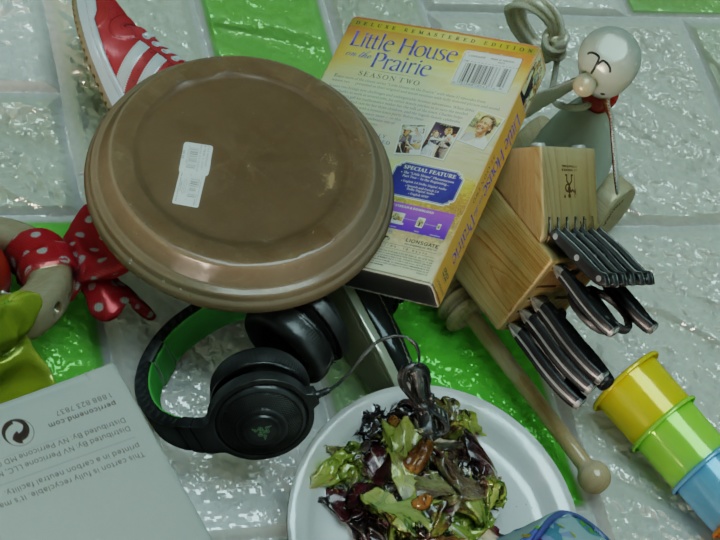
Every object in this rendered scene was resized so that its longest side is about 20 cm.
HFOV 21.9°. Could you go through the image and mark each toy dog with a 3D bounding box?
[{"bbox_3d":[0.142,-0.088,1.325,0.132,0.201,0.096,27,60,34],"label":"toy dog"}]

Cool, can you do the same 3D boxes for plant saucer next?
[{"bbox_3d":[-0.075,-0.063,1.177,0.199,0.030,0.201,4,55,-6],"label":"plant saucer"}]

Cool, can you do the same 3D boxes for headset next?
[{"bbox_3d":[-0.044,0.070,1.164,0.199,0.094,0.124,-1,45,30],"label":"headset"}]

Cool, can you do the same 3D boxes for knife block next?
[{"bbox_3d":[0.107,0.004,1.271,0.064,0.199,0.177,0,90,-47],"label":"knife block"}]

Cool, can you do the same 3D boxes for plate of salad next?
[{"bbox_3d":[0.052,0.163,1.157,0.199,0.048,0.201,7,65,-16],"label":"plate of salad"}]

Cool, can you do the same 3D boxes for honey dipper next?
[{"bbox_3d":[0.106,0.072,1.272,0.038,0.038,0.200,-23,66,-32],"label":"honey dipper"}]

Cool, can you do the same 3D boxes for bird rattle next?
[{"bbox_3d":[-0.227,0.005,1.164,0.162,0.113,0.200,18,45,15],"label":"bird rattle"}]

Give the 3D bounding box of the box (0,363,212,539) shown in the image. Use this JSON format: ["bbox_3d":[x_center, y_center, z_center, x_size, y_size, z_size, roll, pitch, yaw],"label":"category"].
[{"bbox_3d":[-0.187,0.188,1.014,0.198,0.131,0.200,-18,62,-30],"label":"box"}]

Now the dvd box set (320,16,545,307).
[{"bbox_3d":[0.022,-0.077,1.237,0.146,0.029,0.201,12,60,24],"label":"dvd box set"}]

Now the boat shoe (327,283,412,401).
[{"bbox_3d":[0.000,0.001,1.262,0.066,0.075,0.200,-21,54,-18],"label":"boat shoe"}]

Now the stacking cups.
[{"bbox_3d":[0.244,0.145,1.250,0.060,0.061,0.200,-29,68,-35],"label":"stacking cups"}]

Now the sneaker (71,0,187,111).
[{"bbox_3d":[-0.122,-0.132,1.291,0.112,0.071,0.201,-27,70,3],"label":"sneaker"}]

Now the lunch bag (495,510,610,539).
[{"bbox_3d":[0.123,0.255,1.081,0.200,0.082,0.161,49,50,-7],"label":"lunch bag"}]
